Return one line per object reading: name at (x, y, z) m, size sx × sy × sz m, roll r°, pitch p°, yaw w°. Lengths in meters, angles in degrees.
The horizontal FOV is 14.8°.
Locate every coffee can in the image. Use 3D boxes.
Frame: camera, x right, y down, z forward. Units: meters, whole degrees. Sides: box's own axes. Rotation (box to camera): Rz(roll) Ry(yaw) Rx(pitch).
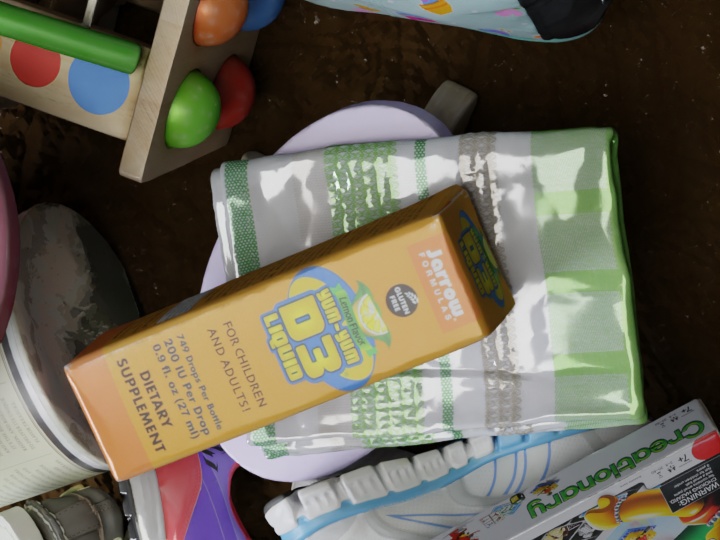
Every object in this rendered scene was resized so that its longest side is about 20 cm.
coffee can at (-0.228, 0.064, 1.478) m, size 0.200 × 0.146 × 0.147 m, roll -19°, pitch 97°, yaw 21°

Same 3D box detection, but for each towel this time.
towel at (0.031, 0.011, 1.321) m, size 0.200 × 0.031 × 0.150 m, roll -5°, pitch 100°, yaw 18°

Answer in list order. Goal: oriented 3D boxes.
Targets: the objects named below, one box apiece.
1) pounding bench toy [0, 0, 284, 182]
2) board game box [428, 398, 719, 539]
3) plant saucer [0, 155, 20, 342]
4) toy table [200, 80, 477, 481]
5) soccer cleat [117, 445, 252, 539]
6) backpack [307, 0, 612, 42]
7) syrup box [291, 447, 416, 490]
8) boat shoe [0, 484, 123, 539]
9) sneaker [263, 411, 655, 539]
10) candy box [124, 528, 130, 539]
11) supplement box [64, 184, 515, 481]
pounding bench toy at (-0.138, -0.123, 1.375) m, size 0.156 × 0.200 × 0.124 m, roll 21°, pitch 108°, yaw 13°
board game box at (0.102, 0.159, 1.333) m, size 0.200 × 0.035 × 0.126 m, roll -28°, pitch 121°, yaw 3°
plant saucer at (-0.247, -0.002, 1.336) m, size 0.200 × 0.051 × 0.201 m, roll -3°, pitch 81°, yaw 22°
toy table at (0.000, 0.000, 1.405) m, size 0.184 × 0.117 × 0.200 m, roll 38°, pitch 111°, yaw 6°
soccer cleat at (-0.067, 0.185, 1.416) m, size 0.073 × 0.068 × 0.200 m, roll -15°, pitch 88°, yaw -6°
backpack at (0.026, -0.209, 1.322) m, size 0.200 × 0.153 × 0.176 m, roll 8°, pitch 79°, yaw 26°
syrup box at (0.062, 0.159, 1.442) m, size 0.200 × 0.081 × 0.079 m, roll 17°, pitch 109°, yaw 15°
boat shoe at (-0.163, 0.175, 1.490) m, size 0.072 × 0.060 × 0.202 m, roll 59°, pitch 158°, yaw 20°
sneaker at (0.058, 0.122, 1.373) m, size 0.200 × 0.075 × 0.087 m, roll -19°, pitch 85°, yaw -8°
candy box at (-0.050, 0.210, 1.520) m, size 0.200 × 0.026 × 0.102 m, roll 29°, pitch 113°, yaw 10°
supplement box at (-0.033, 0.030, 1.296) m, size 0.200 × 0.069 × 0.067 m, roll -23°, pitch 95°, yaw 15°
